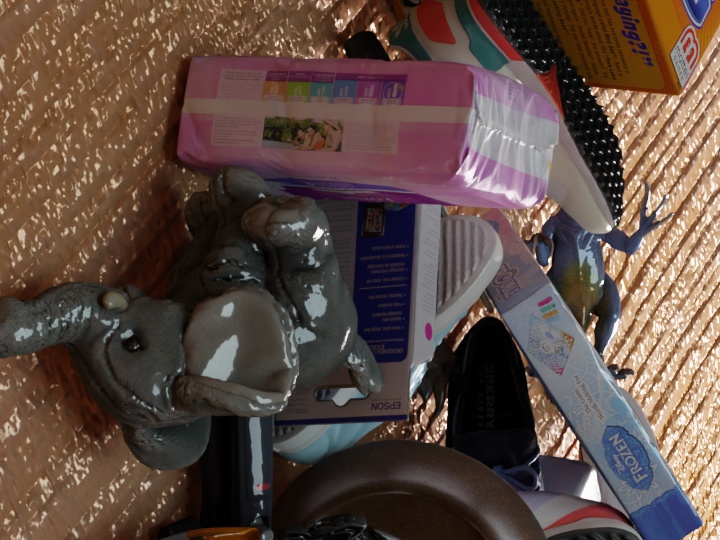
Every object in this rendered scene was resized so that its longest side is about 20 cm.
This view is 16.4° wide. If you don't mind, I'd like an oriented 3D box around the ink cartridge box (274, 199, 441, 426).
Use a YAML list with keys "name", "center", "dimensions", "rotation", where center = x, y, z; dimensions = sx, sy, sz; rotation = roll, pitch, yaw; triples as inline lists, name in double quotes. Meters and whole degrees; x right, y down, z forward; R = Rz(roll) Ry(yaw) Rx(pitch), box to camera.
- name: "ink cartridge box"
  center: [0.000, 0.000, 1.541]
  dimensions: [0.037, 0.094, 0.201]
  rotation: [33, 58, -57]

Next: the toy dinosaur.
- name: "toy dinosaur"
  center: [0.145, -0.010, 1.841]
  dimensions: [0.105, 0.200, 0.182]
  rotation: [1, 72, -18]

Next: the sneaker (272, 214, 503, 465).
- name: "sneaker"
  center: [0.017, 0.046, 1.591]
  dimensions: [0.200, 0.074, 0.082]
  rotation: [-40, 147, 5]

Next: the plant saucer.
- name: "plant saucer"
  center: [0.024, 0.207, 1.567]
  dimensions: [0.032, 0.200, 0.201]
  rotation: [-31, 126, -80]

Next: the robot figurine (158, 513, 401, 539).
- name: "robot figurine"
  center: [-0.058, 0.211, 1.480]
  dimensions: [0.199, 0.058, 0.145]
  rotation: [2, 101, -20]

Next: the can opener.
- name: "can opener"
  center: [-0.078, 0.132, 1.520]
  dimensions: [0.079, 0.063, 0.201]
  rotation: [2, 96, -56]

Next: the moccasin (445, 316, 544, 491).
- name: "moccasin"
  center: [0.085, 0.125, 1.712]
  dimensions: [0.068, 0.080, 0.200]
  rotation: [87, -5, -61]

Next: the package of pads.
- name: "package of pads"
  center: [0.005, -0.081, 1.473]
  dimensions: [0.120, 0.200, 0.076]
  rotation: [20, 75, -59]

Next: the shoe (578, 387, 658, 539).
- name: "shoe"
  center: [0.182, 0.192, 1.923]
  dimensions: [0.071, 0.091, 0.201]
  rotation: [14, 56, -34]

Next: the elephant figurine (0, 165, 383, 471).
- name: "elephant figurine"
  center: [-0.100, 0.047, 1.415]
  dimensions: [0.200, 0.155, 0.142]
  rotation: [-48, 151, -38]

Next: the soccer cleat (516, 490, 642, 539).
- name: "soccer cleat"
  center: [0.083, 0.173, 1.626]
  dimensions: [0.073, 0.199, 0.068]
  rotation: [-111, -153, -68]

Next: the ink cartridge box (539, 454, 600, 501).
- name: "ink cartridge box"
  center: [0.103, 0.246, 1.765]
  dimensions: [0.145, 0.083, 0.200]
  rotation: [77, 32, -46]

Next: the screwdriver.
- name: "screwdriver"
  center: [0.044, -0.065, 1.601]
  dimensions: [0.029, 0.028, 0.200]
  rotation: [-29, 86, -21]

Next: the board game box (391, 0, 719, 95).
- name: "board game box"
  center: [0.134, -0.260, 1.620]
  dimensions: [0.200, 0.199, 0.200]
  rotation: [-58, 141, -31]

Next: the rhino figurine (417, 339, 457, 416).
- name: "rhino figurine"
  center: [0.025, 0.011, 1.645]
  dimensions: [0.087, 0.060, 0.200]
  rotation: [-46, 129, -47]

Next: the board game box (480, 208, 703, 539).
- name: "board game box"
  center: [0.144, 0.070, 1.686]
  dimensions: [0.199, 0.043, 0.200]
  rotation: [57, 3, -16]

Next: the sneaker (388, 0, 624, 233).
- name: "sneaker"
  center: [0.093, -0.099, 1.598]
  dimensions: [0.200, 0.093, 0.070]
  rotation: [54, 31, -26]
